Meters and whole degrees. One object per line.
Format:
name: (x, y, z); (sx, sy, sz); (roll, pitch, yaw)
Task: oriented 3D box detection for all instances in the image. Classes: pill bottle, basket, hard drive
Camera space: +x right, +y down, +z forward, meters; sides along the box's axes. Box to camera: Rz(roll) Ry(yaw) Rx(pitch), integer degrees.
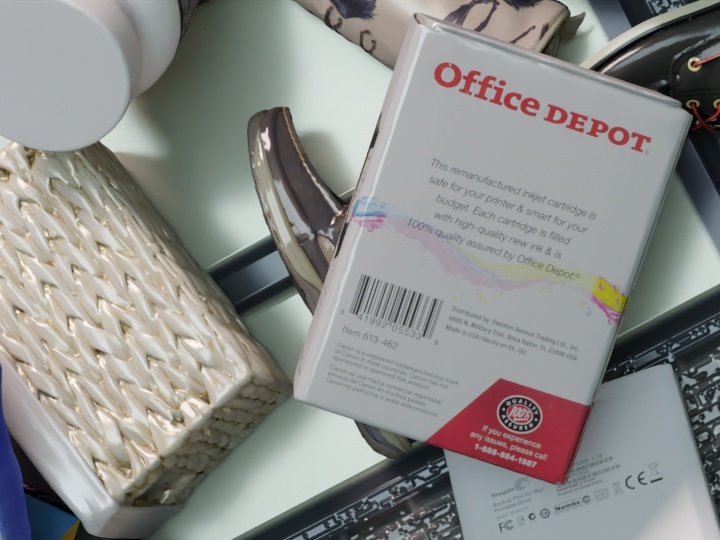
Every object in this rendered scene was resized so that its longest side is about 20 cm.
pill bottle: (-0.141, -0.156, 1.312); (0.116, 0.200, 0.117); (6, 127, 8)
basket: (-0.142, 0.030, 1.344); (0.123, 0.136, 0.200); (-39, 79, 3)
hard drive: (0.126, 0.158, 1.292); (0.131, 0.026, 0.201); (-19, 60, 10)

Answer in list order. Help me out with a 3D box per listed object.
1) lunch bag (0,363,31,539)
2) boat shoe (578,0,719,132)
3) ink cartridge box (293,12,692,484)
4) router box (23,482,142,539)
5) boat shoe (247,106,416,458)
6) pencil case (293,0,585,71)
lunch bag: (-0.254, 0.091, 1.273); (0.199, 0.124, 0.171); (13, 123, 33)
boat shoe: (0.185, -0.107, 1.312); (0.200, 0.074, 0.063); (-27, 73, 5)
ink cartridge box: (0.065, -0.014, 1.262); (0.145, 0.083, 0.201); (18, 99, -4)
router box: (-0.215, 0.216, 1.385); (0.148, 0.051, 0.201); (23, 89, 13)
boat shoe: (0.000, 0.000, 1.353); (0.073, 0.074, 0.201); (-24, 90, -1)
pencil case: (0.019, -0.157, 1.349); (0.199, 0.089, 0.078); (35, 130, 13)
